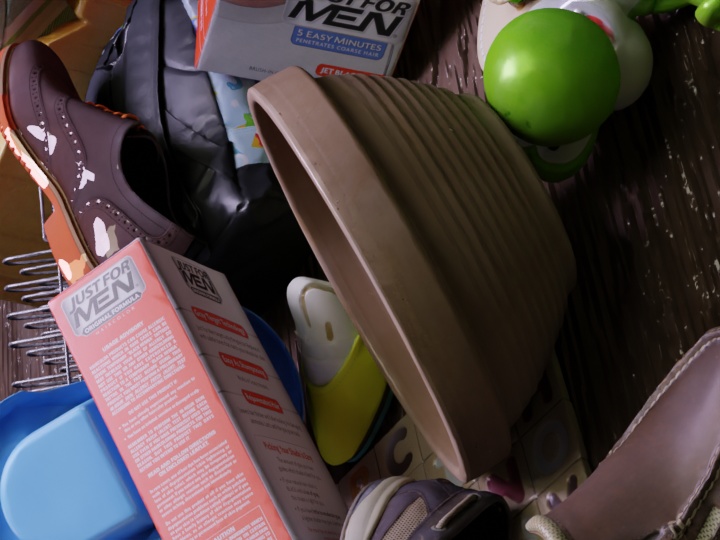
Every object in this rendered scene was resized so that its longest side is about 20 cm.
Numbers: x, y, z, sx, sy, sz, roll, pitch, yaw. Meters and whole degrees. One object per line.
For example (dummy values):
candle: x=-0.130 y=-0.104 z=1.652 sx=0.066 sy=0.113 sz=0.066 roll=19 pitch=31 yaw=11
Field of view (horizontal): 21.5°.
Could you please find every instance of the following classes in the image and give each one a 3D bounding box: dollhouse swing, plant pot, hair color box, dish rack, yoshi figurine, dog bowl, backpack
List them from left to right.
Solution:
dollhouse swing: x=-0.200 y=-0.098 z=1.267 sx=0.175 sy=0.181 sz=0.202 roll=36 pitch=105 yaw=44
dish rack: x=-0.170 y=0.042 z=1.138 sx=0.054 sy=0.153 sz=0.202 roll=-8 pitch=75 yaw=9
dog bowl: x=-0.118 y=0.095 z=1.011 sx=0.199 sy=0.050 sz=0.112 roll=-30 pitch=81 yaw=5
backpack: x=-0.093 y=-0.071 z=1.115 sx=0.163 sy=0.153 sz=0.201 roll=-50 pitch=58 yaw=38
hair color box: x=-0.064 y=0.090 z=0.909 sx=0.061 sy=0.101 sz=0.201 roll=-33 pitch=70 yaw=12
hair color box: x=-0.013 y=-0.190 z=1.005 sx=0.064 sy=0.110 sz=0.201 roll=-95 pitch=19 yaw=-47
plant pot: x=0.035 y=-0.013 z=0.859 sx=0.092 sy=0.202 sz=0.201 roll=-28 pitch=36 yaw=-6
yoshi figurine: x=0.113 y=-0.133 z=0.846 sx=0.112 sy=0.111 sz=0.202 roll=37 pitch=108 yaw=50

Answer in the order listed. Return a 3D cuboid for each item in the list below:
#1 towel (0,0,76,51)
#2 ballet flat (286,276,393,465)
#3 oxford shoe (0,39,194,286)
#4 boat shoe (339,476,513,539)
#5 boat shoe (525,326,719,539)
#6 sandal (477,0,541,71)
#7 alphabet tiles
towel: x=-0.215 y=-0.139 z=1.220 sx=0.153 sy=0.023 sz=0.201 roll=-59 pitch=-7 yaw=-49
ballet flat: x=0.000 y=0.000 z=0.983 sx=0.067 sy=0.067 sz=0.202 roll=32 pitch=102 yaw=59
oxford shoe: x=-0.143 y=-0.063 z=1.040 sx=0.072 sy=0.071 sz=0.201 roll=-39 pitch=56 yaw=14
boat shoe: x=0.019 y=0.154 z=0.800 sx=0.073 sy=0.075 sz=0.201 roll=-13 pitch=32 yaw=25
boat shoe: x=0.104 y=0.112 z=0.754 sx=0.075 sy=0.074 sz=0.204 roll=34 pitch=103 yaw=57
sandal: x=0.086 y=-0.205 z=0.955 sx=0.213 sy=0.069 sz=0.078 roll=-63 pitch=32 yaw=12
alphabet tiles: x=0.041 y=0.133 z=0.907 sx=0.200 sy=0.007 sz=0.168 roll=-48 pitch=38 yaw=34
